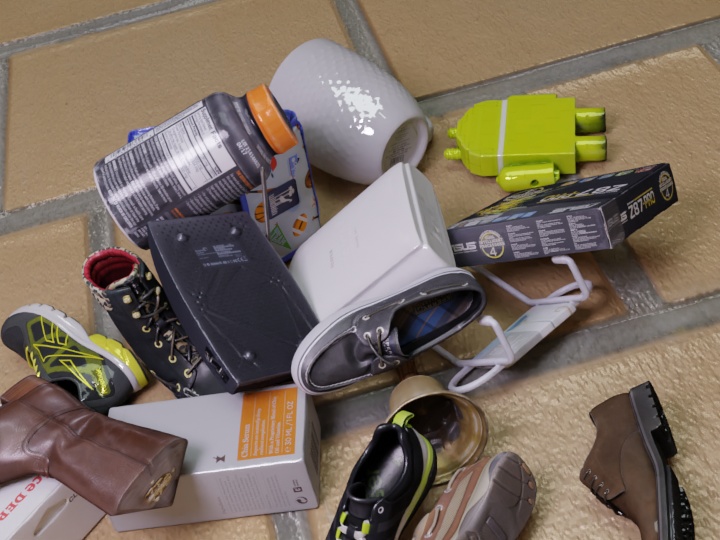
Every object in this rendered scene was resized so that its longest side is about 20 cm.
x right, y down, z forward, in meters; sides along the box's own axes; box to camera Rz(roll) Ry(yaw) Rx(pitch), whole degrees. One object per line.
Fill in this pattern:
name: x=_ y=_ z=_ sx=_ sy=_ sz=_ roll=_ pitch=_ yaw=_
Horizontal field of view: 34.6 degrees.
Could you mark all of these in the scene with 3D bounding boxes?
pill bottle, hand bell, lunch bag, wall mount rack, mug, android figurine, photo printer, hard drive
pill bottle: x=-0.165 y=-0.113 z=1.190 sx=0.199 sy=0.106 sz=0.106 roll=-29 pitch=40 yaw=4
hand bell: x=0.047 y=0.105 z=1.124 sx=0.103 sy=0.105 sz=0.200 roll=-16 pitch=31 yaw=-4
lunch bag: x=-0.152 y=-0.087 z=1.328 sx=0.198 sy=0.171 sz=0.124 roll=-12 pitch=35 yaw=-3
wall mount rack: x=0.135 y=0.042 z=1.183 sx=0.200 sy=0.075 sz=0.173 roll=-36 pitch=13 yaw=-27
mug: x=0.009 y=-0.188 z=1.443 sx=0.175 sy=0.149 sz=0.199 roll=34 pitch=27 yaw=32
android figurine: x=0.202 y=-0.163 z=1.423 sx=0.198 sy=0.041 sz=0.183 roll=-3 pitch=41 yaw=11
photo printer: x=0.000 y=0.000 z=1.208 sx=0.200 sy=0.069 sz=0.167 roll=-39 pitch=32 yaw=22
hard drive: x=-0.122 y=0.030 z=1.135 sx=0.134 sy=0.042 sz=0.201 roll=-9 pitch=55 yaw=-40

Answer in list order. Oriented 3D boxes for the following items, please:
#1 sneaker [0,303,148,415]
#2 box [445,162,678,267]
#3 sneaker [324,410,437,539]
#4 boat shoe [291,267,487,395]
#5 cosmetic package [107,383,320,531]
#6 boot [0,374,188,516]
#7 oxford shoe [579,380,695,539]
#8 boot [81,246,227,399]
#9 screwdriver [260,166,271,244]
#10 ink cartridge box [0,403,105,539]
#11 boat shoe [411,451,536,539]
sneaker: x=-0.323 y=0.098 z=1.233 sx=0.199 sy=0.075 sz=0.085 roll=16 pitch=48 yaw=30
box: x=0.206 y=-0.055 z=1.204 sx=0.199 sy=0.049 sz=0.161 roll=-8 pitch=16 yaw=43
sneaker: x=-0.003 y=0.211 z=0.973 sx=0.071 sy=0.083 sz=0.201 roll=14 pitch=69 yaw=30
boat shoe: x=0.031 y=0.061 z=1.076 sx=0.199 sy=0.070 sz=0.066 roll=-24 pitch=17 yaw=-11
cosmetic package: x=-0.141 y=0.176 z=1.095 sx=0.198 sy=0.072 sz=0.102 roll=-9 pitch=40 yaw=6
boot: x=-0.270 y=0.184 z=1.008 sx=0.199 sy=0.065 sz=0.187 roll=21 pitch=51 yaw=26
oxford shoe: x=0.235 y=0.191 z=0.990 sx=0.084 sy=0.073 sz=0.201 roll=-21 pitch=35 yaw=17
boot: x=-0.193 y=0.066 z=1.167 sx=0.203 sy=0.154 sz=0.073 roll=28 pitch=65 yaw=41
screwdriver: x=-0.098 y=-0.028 z=1.222 sx=0.028 sy=0.201 sz=0.029 roll=-17 pitch=38 yaw=-18
ink cartridge box: x=-0.356 y=0.212 z=1.102 sx=0.199 sy=0.084 sz=0.144 roll=16 pitch=47 yaw=31
boat shoe: x=0.080 y=0.238 z=0.972 sx=0.072 sy=0.076 sz=0.200 roll=-13 pitch=28 yaw=45
